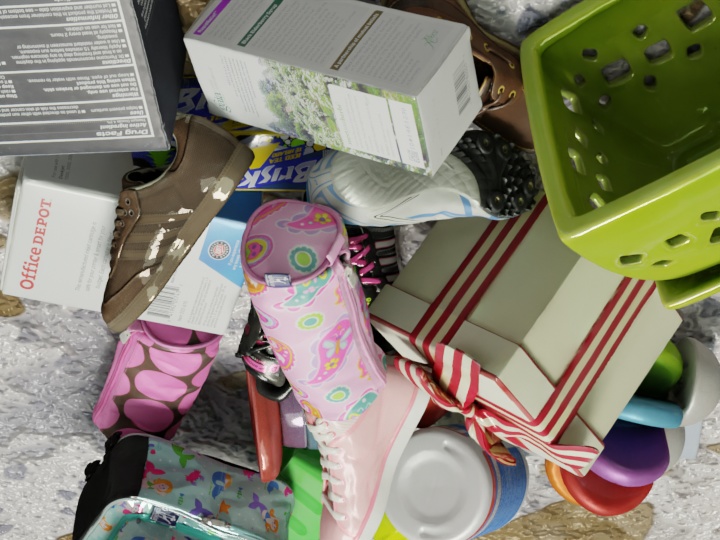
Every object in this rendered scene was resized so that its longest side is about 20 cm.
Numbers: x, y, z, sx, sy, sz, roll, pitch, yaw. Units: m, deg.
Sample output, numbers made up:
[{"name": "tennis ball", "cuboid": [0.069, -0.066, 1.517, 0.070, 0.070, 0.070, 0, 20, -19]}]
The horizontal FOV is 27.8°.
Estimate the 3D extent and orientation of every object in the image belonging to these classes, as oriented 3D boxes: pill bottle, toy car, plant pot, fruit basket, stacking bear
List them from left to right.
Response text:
[{"name": "stacking bear", "cuboid": [-0.006, 0.117, 1.387, 0.198, 0.122, 0.115, -7, 114, -7]}, {"name": "fruit basket", "cuboid": [0.000, 0.242, 1.512, 0.214, 0.156, 0.217, 11, 133, 12]}, {"name": "pill bottle", "cuboid": [0.103, 0.207, 1.429, 0.111, 0.113, 0.200, -18, 169, 20]}, {"name": "toy car", "cuboid": [0.234, 0.145, 1.352, 0.174, 0.151, 0.201, 13, 137, -8]}, {"name": "plant pot", "cuboid": [0.256, -0.099, 1.074, 0.199, 0.200, 0.181, -27, 139, 27]}]

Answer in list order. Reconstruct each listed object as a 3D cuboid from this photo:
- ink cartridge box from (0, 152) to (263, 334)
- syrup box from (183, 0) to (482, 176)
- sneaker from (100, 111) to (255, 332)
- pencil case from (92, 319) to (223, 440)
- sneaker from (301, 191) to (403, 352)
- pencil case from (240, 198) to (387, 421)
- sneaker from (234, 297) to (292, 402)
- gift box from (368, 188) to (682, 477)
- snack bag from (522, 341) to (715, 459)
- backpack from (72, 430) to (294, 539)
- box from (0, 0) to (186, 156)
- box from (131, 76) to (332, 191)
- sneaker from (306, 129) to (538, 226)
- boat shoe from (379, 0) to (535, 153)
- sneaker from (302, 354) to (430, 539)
[{"name": "ink cartridge box", "cuboid": [-0.193, -0.036, 1.225, 0.198, 0.085, 0.145, 11, 136, -14]}, {"name": "syrup box", "cuboid": [-0.021, -0.143, 1.043, 0.199, 0.082, 0.079, 19, 146, 27]}, {"name": "sneaker", "cuboid": [-0.160, -0.041, 1.130, 0.075, 0.071, 0.200, 37, 117, -6]}, {"name": "pencil case", "cuboid": [-0.198, 0.096, 1.378, 0.093, 0.091, 0.201, -14, 148, -33]}, {"name": "sneaker", "cuboid": [0.000, 0.000, 1.263, 0.073, 0.088, 0.201, -9, 138, 11]}, {"name": "pencil case", "cuboid": [-0.032, 0.033, 1.108, 0.087, 0.088, 0.201, -6, 142, 7]}, {"name": "sneaker", "cuboid": [-0.063, 0.049, 1.215, 0.076, 0.084, 0.201, 17, 150, 13]}, {"name": "gift box", "cuboid": [0.135, 0.050, 1.188, 0.185, 0.187, 0.200, 44, 168, -36]}, {"name": "snack bag", "cuboid": [0.249, 0.133, 1.466, 0.198, 0.022, 0.189, -1, 138, 6]}, {"name": "backpack", "cuboid": [-0.165, 0.255, 1.401, 0.199, 0.152, 0.178, 15, 143, -21]}, {"name": "box", "cuboid": [-0.239, -0.190, 1.019, 0.198, 0.124, 0.199, -1, 138, 4]}, {"name": "box", "cuboid": [-0.080, -0.108, 1.153, 0.198, 0.070, 0.065, 1, 137, -1]}, {"name": "sneaker", "cuboid": [0.049, -0.069, 1.116, 0.199, 0.073, 0.072, -1, 174, -31]}, {"name": "boat shoe", "cuboid": [0.085, -0.145, 1.111, 0.072, 0.068, 0.200, -28, 132, 29]}, {"name": "sneaker", "cuboid": [-0.019, 0.162, 1.303, 0.104, 0.075, 0.202, 17, 103, -27]}]
